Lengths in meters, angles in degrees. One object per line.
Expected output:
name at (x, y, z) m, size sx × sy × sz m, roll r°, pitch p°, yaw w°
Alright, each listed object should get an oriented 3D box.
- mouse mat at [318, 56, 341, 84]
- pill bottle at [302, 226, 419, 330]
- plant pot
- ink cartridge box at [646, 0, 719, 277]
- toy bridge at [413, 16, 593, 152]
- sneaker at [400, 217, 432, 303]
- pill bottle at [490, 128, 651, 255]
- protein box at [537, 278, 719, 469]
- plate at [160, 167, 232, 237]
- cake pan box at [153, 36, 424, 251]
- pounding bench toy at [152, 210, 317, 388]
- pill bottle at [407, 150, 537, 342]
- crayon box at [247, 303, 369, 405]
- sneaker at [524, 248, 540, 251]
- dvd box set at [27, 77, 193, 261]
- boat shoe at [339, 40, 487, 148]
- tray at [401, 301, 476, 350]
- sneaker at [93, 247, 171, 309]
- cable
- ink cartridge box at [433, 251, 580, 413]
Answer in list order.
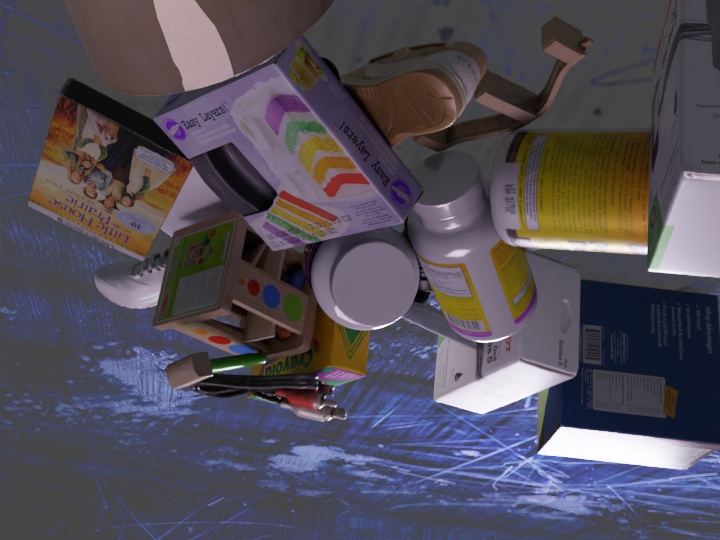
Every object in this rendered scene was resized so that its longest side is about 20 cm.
mouse mat at (-0.074, -0.126, 0.851) m, size 0.160 × 0.008 × 0.200 m, roll 13°, pitch 143°, yaw 24°
pill bottle at (0.000, 0.000, 0.948) m, size 0.111 × 0.112 × 0.200 m, roll 11°, pitch -174°, yaw -10°
plant pot at (-0.126, -0.243, 0.544) m, size 0.186 × 0.188 × 0.200 m, roll -3°, pitch 139°, yaw 20°
ink cartridge box at (0.262, -0.115, 0.659) m, size 0.084 × 0.201 × 0.146 m, roll 5°, pitch 155°, yaw 10°
toy bridge at (0.132, -0.155, 0.809) m, size 0.067 × 0.027 × 0.200 m, roll 19°, pitch 152°, yaw -29°
sneaker at (0.079, -0.028, 1.016) m, size 0.076 × 0.091 × 0.200 m, roll 6°, pitch 153°, yaw 3°
pill bottle at (0.223, -0.070, 0.799) m, size 0.199 × 0.110 × 0.109 m, roll 5°, pitch 157°, yaw 29°
protein box at (0.340, 0.134, 1.161) m, size 0.199 × 0.199 × 0.135 m, roll 7°, pitch 155°, yaw 0°
plate at (-0.163, -0.083, 1.031) m, size 0.199 × 0.032 × 0.200 m, roll -7°, pitch 152°, yaw 27°
cake pan box at (-0.070, -0.107, 0.823) m, size 0.200 × 0.052 × 0.184 m, roll -8°, pitch 130°, yaw 46°
pounding bench toy at (-0.140, 0.060, 1.056) m, size 0.124 × 0.201 × 0.156 m, roll -15°, pitch 147°, yaw 39°
pill bottle at (0.110, -0.024, 0.914) m, size 0.104 × 0.105 × 0.200 m, roll -4°, pitch 139°, yaw 22°
crayon box at (-0.064, 0.068, 1.157) m, size 0.058 × 0.173 × 0.200 m, roll 22°, pitch 151°, yaw -29°
sneaker at (0.253, -0.053, 0.940) m, size 0.115 × 0.074 × 0.200 m, roll 25°, pitch 148°, yaw -27°
dvd box set at (-0.266, -0.099, 0.959) m, size 0.146 × 0.029 × 0.200 m, roll 28°, pitch 141°, yaw -13°
boat shoe at (0.035, -0.153, 0.780) m, size 0.200 × 0.069 × 0.074 m, roll 7°, pitch 137°, yaw 55°
tray at (0.070, 0.048, 1.156) m, size 0.107 × 0.022 × 0.200 m, roll 24°, pitch -177°, yaw -20°
sneaker at (-0.259, 0.001, 1.209) m, size 0.199 × 0.075 × 0.087 m, roll -1°, pitch 143°, yaw 2°
cable at (-0.116, 0.148, 1.073) m, size 0.199 × 0.051 × 0.097 m, roll 1°, pitch 159°, yaw 10°
ink cartridge box at (0.180, 0.081, 1.138) m, size 0.084 × 0.146 × 0.200 m, roll 18°, pitch 152°, yaw -20°
